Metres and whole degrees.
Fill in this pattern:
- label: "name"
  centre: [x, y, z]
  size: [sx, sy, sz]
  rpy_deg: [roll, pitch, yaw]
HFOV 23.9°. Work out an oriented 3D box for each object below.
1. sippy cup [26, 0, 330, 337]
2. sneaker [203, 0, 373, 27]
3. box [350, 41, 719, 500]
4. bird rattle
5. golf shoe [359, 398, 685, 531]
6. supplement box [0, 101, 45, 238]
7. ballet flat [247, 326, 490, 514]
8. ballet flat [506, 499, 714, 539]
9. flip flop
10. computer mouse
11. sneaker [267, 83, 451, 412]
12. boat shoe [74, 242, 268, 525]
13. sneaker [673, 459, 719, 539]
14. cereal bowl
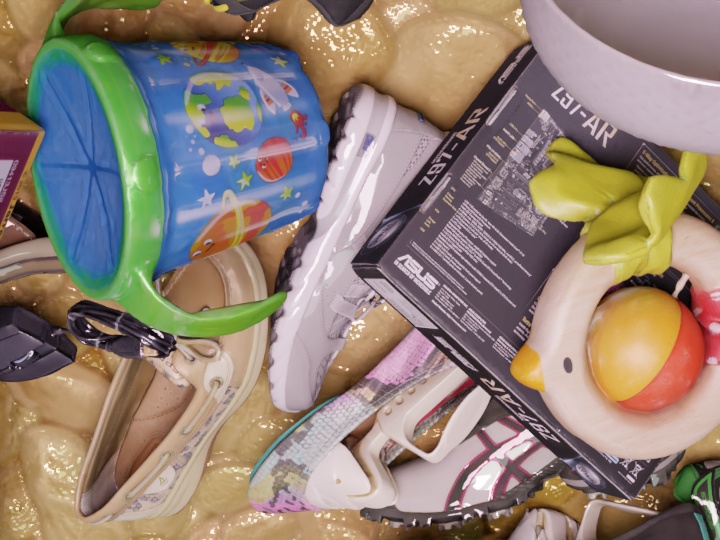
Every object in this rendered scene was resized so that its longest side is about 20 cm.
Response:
- label: "sippy cup"
  centre: [-0.091, -0.063, 0.891]
  size: [0.129, 0.139, 0.180]
  rpy_deg: [-14, 108, -30]
- label: "sneaker"
  centre: [-0.078, -0.173, 0.879]
  size: [0.198, 0.075, 0.085]
  rpy_deg: [8, 112, -2]
- label: "box"
  centre: [0.117, 0.000, 0.926]
  size: [0.200, 0.043, 0.161]
  rpy_deg: [41, 76, -16]
- label: "bird rattle"
  centre: [0.161, 0.020, 0.889]
  size: [0.199, 0.113, 0.164]
  rpy_deg: [33, 91, -31]
- label: "golf shoe"
  centre: [0.091, 0.101, 1.014]
  size: [0.198, 0.077, 0.089]
  rpy_deg: [-15, 90, 10]
- label: "supplement box"
  centre: [-0.285, -0.061, 0.876]
  size: [0.199, 0.103, 0.132]
  rpy_deg: [29, 103, 17]
- label: "ballet flat"
  centre: [0.018, 0.091, 0.987]
  size: [0.200, 0.071, 0.069]
  rpy_deg: [-42, 145, 10]
- label: "ballet flat"
  centre: [0.134, 0.177, 1.030]
  size: [0.199, 0.069, 0.068]
  rpy_deg: [-17, 153, 41]
- label: "flip flop"
  centre: [-0.202, -0.022, 0.960]
  size: [0.198, 0.081, 0.058]
  rpy_deg: [-8, 96, 5]
- label: "computer mouse"
  centre: [-0.169, 0.045, 0.946]
  size: [0.059, 0.034, 0.199]
  rpy_deg: [39, 154, -30]
- label: "sneaker"
  centre: [0.000, 0.000, 0.958]
  size: [0.081, 0.075, 0.201]
  rpy_deg: [17, 116, -9]
- label: "boat shoe"
  centre: [-0.110, 0.068, 0.986]
  size: [0.073, 0.062, 0.201]
  rpy_deg: [37, 120, 32]
- label: "sneaker"
  centre: [0.210, 0.205, 1.052]
  size: [0.084, 0.078, 0.202]
  rpy_deg: [10, 106, 5]
- label: "cereal bowl"
  centre: [0.172, -0.126, 0.836]
  size: [0.198, 0.201, 0.084]
  rpy_deg: [5, 137, 0]
